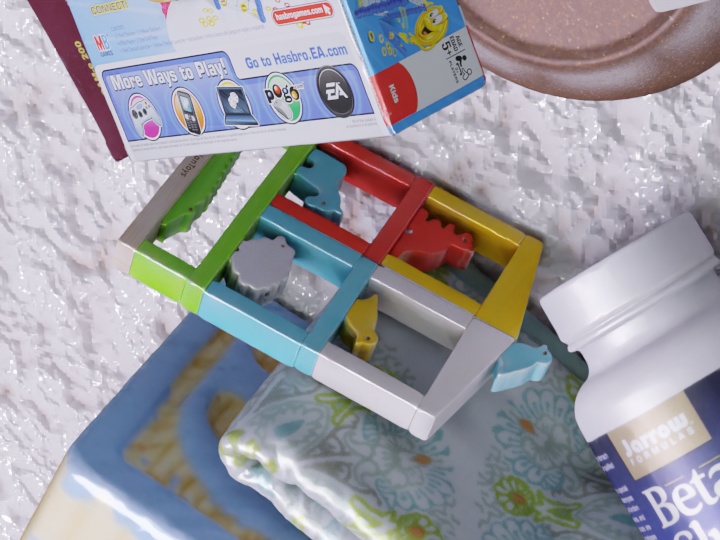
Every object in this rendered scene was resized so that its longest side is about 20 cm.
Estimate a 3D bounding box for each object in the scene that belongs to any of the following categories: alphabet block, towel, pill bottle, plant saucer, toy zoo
[{"bbox_3d":[-0.067,0.161,1.218,0.195,0.196,0.200,34,125,6],"label":"alphabet block"},{"bbox_3d":[0.053,0.089,1.141,0.200,0.171,0.048,38,135,1],"label":"towel"},{"bbox_3d":[0.167,0.078,1.109,0.111,0.111,0.200,-34,85,34],"label":"pill bottle"},{"bbox_3d":[0.091,-0.162,1.071,0.200,0.037,0.201,10,119,18],"label":"plant saucer"},{"bbox_3d":[0.000,0.000,1.140,0.200,0.131,0.020,28,138,7],"label":"toy zoo"}]

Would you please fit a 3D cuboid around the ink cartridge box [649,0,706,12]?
[{"bbox_3d":[0.194,-0.187,0.937,0.199,0.117,0.067,-15,148,17],"label":"ink cartridge box"}]

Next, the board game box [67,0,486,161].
[{"bbox_3d":[-0.059,-0.149,0.993,0.200,0.056,0.196,-1,114,54],"label":"board game box"}]

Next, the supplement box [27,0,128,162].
[{"bbox_3d":[-0.060,-0.135,1.114,0.200,0.061,0.109,-20,103,41],"label":"supplement box"}]
